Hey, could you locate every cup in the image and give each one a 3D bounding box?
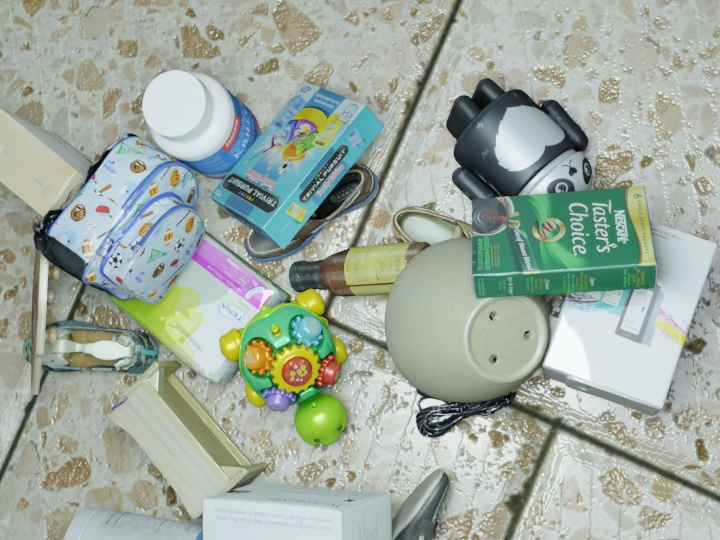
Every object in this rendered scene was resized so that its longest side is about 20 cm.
[{"bbox_3d":[0.142,0.067,1.374,0.198,0.143,0.202,-2,96,-15],"label":"cup"}]

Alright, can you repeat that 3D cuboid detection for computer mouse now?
[{"bbox_3d":[0.102,0.099,1.490,0.138,0.053,0.201,-23,80,8],"label":"computer mouse"}]

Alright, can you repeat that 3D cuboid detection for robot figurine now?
[{"bbox_3d":[0.196,-0.144,1.460,0.150,0.125,0.200,-46,77,17],"label":"robot figurine"}]

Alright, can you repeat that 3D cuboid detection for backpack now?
[{"bbox_3d":[-0.283,-0.062,1.456,0.153,0.200,0.192,26,83,9],"label":"backpack"}]

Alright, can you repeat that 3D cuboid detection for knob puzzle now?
[{"bbox_3d":[-0.403,0.030,1.513,0.030,0.219,0.222,3,84,-17],"label":"knob puzzle"}]

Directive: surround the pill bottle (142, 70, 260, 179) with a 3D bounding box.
[{"bbox_3d":[-0.205,-0.188,1.508,0.111,0.200,0.113,-1,84,11],"label":"pill bottle"}]

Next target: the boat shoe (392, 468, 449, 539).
[{"bbox_3d":[0.061,0.340,1.472,0.057,0.067,0.201,34,97,-6],"label":"boat shoe"}]

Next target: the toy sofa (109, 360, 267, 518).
[{"bbox_3d":[-0.225,0.219,1.528,0.098,0.083,0.200,-45,78,7],"label":"toy sofa"}]

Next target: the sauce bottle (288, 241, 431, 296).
[{"bbox_3d":[0.000,0.000,1.494,0.199,0.066,0.067,-3,83,30],"label":"sauce bottle"}]

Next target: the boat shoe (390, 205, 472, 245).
[{"bbox_3d":[0.126,-0.026,1.488,0.199,0.074,0.076,21,88,13],"label":"boat shoe"}]

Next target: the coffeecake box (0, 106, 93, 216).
[{"bbox_3d":[-0.404,-0.127,1.541,0.153,0.200,0.073,37,92,13],"label":"coffeecake box"}]

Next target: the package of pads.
[{"bbox_3d":[-0.215,0.037,1.553,0.199,0.068,0.155,36,91,13],"label":"package of pads"}]

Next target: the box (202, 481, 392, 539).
[{"bbox_3d":[-0.075,0.368,1.416,0.197,0.130,0.202,0,90,27],"label":"box"}]

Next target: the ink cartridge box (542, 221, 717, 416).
[{"bbox_3d":[0.315,0.052,1.397,0.145,0.147,0.201,19,84,12],"label":"ink cartridge box"}]

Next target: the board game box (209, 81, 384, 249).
[{"bbox_3d":[-0.084,-0.138,1.498,0.200,0.047,0.151,-51,38,-8],"label":"board game box"}]

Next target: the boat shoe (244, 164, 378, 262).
[{"bbox_3d":[-0.072,-0.081,1.534,0.199,0.072,0.073,-34,79,6],"label":"boat shoe"}]

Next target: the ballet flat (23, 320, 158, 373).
[{"bbox_3d":[-0.372,0.102,1.578,0.198,0.074,0.075,-1,84,12],"label":"ballet flat"}]

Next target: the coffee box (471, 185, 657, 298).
[{"bbox_3d":[0.223,-0.033,1.305,0.198,0.044,0.124,-3,49,9],"label":"coffee box"}]

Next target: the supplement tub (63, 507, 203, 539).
[{"bbox_3d":[-0.268,0.380,1.496,0.198,0.132,0.133,6,85,12],"label":"supplement tub"}]

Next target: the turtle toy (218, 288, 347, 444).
[{"bbox_3d":[-0.080,0.129,1.483,0.145,0.101,0.201,-28,114,-6],"label":"turtle toy"}]
